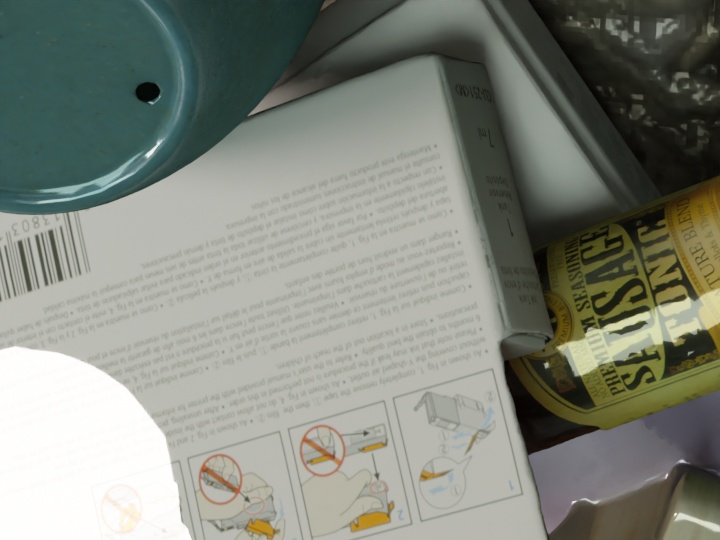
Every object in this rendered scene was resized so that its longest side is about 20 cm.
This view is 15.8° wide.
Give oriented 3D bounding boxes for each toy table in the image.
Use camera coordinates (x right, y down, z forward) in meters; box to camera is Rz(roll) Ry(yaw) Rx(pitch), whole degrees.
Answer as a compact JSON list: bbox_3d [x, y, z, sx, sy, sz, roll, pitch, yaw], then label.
[{"bbox_3d":[0.105,0.121,0.926,0.183,0.117,0.201,8,122,12],"label":"toy table"}]

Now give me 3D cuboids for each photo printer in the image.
[{"bbox_3d":[0.000,0.000,0.895,0.199,0.070,0.167,-31,104,17],"label":"photo printer"}]

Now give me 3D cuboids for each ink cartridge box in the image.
[{"bbox_3d":[-0.034,0.044,0.814,0.199,0.043,0.175,-18,81,25],"label":"ink cartridge box"}]

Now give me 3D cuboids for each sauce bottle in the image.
[{"bbox_3d":[0.073,0.021,0.822,0.199,0.066,0.066,-24,111,15],"label":"sauce bottle"}]

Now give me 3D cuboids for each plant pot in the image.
[{"bbox_3d":[-0.093,-0.094,0.746,0.199,0.135,0.201,-3,133,-3],"label":"plant pot"}]
